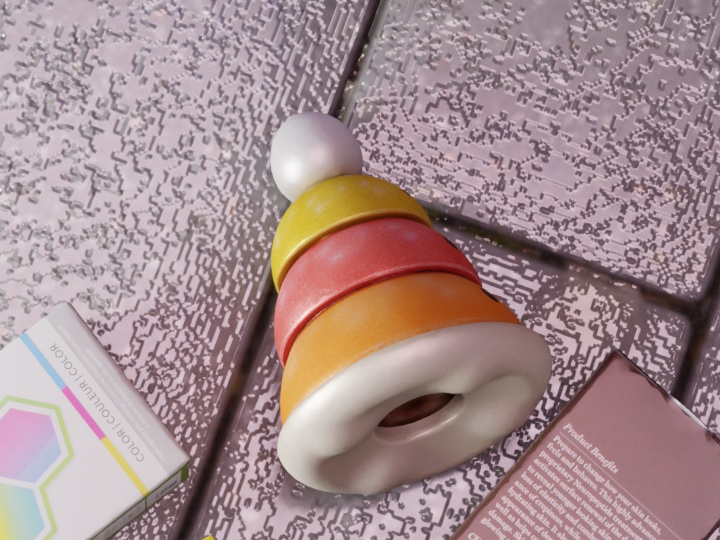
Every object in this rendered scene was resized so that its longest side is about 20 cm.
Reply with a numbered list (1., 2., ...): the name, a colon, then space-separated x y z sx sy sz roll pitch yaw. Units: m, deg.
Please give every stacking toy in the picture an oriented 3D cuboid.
1. stacking toy: 0.000 0.000 1.345 0.146 0.146 0.201 -19 64 -7

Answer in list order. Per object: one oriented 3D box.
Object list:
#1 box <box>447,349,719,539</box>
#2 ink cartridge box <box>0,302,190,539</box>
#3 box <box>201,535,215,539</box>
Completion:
1. box: 0.098 0.149 1.333 0.100 0.075 0.200 42 80 6
2. ink cartridge box: -0.194 0.120 1.327 0.200 0.059 0.104 -37 82 -10
3. box: -0.045 0.234 1.305 0.064 0.070 0.200 -33 81 -7
